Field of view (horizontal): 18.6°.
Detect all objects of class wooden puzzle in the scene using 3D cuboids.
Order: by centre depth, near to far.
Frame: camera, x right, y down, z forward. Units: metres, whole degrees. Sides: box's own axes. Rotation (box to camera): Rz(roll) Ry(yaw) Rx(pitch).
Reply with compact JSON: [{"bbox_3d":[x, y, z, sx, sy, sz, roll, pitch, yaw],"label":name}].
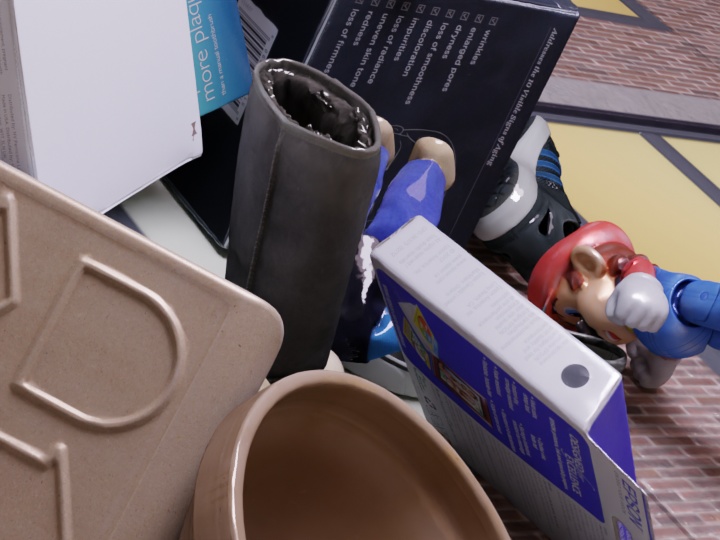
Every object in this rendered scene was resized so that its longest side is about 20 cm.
[{"bbox_3d":[-0.159,0.056,0.950,0.200,0.186,0.046,28,-5,-1],"label":"wooden puzzle"}]

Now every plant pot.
[{"bbox_3d":[-0.015,0.152,0.939,0.201,0.093,0.201,36,37,-33],"label":"plant pot"}]

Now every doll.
[{"bbox_3d":[0.000,0.000,1.258,0.136,0.049,0.200,21,51,4],"label":"doll"}]

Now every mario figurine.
[{"bbox_3d":[0.181,0.041,1.374,0.106,0.124,0.200,-31,30,-33],"label":"mario figurine"}]

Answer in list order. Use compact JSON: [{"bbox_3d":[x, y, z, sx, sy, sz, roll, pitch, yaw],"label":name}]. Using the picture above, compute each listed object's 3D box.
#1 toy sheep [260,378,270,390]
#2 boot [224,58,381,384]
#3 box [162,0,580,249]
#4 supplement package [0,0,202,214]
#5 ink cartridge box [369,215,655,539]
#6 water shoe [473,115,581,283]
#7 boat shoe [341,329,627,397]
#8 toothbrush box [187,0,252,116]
[{"bbox_3d":[-0.131,0.043,1.037,0.199,0.138,0.138,23,24,4],"label":"toy sheep"},{"bbox_3d":[-0.022,0.020,1.099,0.072,0.200,0.182,-5,39,-44],"label":"boot"},{"bbox_3d":[0.000,-0.119,1.397,0.196,0.200,0.124,5,31,-39],"label":"box"},{"bbox_3d":[-0.169,-0.107,1.064,0.110,0.156,0.200,-1,15,17],"label":"supplement package"},{"bbox_3d":[0.098,0.087,1.140,0.200,0.043,0.198,42,-15,30],"label":"ink cartridge box"},{"bbox_3d":[0.115,-0.046,1.555,0.079,0.071,0.200,52,20,-11],"label":"water shoe"},{"bbox_3d":[0.064,0.041,1.310,0.199,0.064,0.071,16,27,-21],"label":"boat shoe"},{"bbox_3d":[-0.169,-0.141,1.254,0.085,0.147,0.200,11,29,44],"label":"toothbrush box"}]
